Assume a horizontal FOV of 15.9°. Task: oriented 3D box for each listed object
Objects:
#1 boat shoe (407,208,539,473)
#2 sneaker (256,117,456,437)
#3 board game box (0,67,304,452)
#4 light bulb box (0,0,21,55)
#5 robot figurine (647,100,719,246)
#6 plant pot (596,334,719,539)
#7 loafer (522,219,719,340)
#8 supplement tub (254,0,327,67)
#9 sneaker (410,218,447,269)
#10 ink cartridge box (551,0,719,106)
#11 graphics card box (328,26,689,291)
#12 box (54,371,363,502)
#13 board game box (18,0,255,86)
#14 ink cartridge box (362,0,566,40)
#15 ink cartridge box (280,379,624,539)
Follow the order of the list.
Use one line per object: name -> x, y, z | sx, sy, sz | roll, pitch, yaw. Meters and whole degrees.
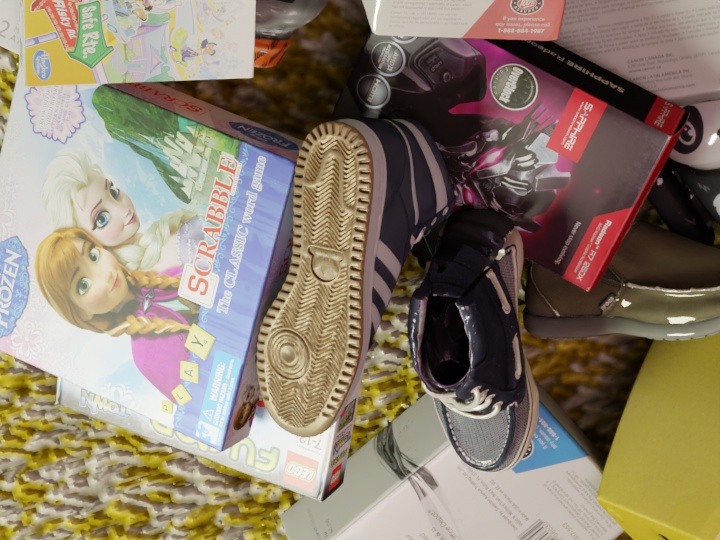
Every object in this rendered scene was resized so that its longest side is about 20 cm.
boat shoe -> 0.064, 0.066, 1.620 | 0.075, 0.093, 0.200 | 7, 127, 21
sneaker -> 0.000, 0.000, 1.571 | 0.070, 0.108, 0.200 | 19, 110, 25
board game box -> -0.140, -0.016, 1.606 | 0.199, 0.041, 0.200 | 22, 112, 19
light bulb box -> -0.218, -0.257, 1.492 | 0.198, 0.125, 0.200 | 24, 108, -22
robot figurine -> 0.277, -0.075, 1.691 | 0.150, 0.125, 0.200 | -48, 118, -13
plant pot -> 0.280, 0.139, 1.720 | 0.176, 0.200, 0.200 | -50, 117, -12
loafer -> 0.189, 0.004, 1.695 | 0.200, 0.075, 0.070 | -5, 105, 33
supplement tub -> -0.057, -0.231, 1.542 | 0.122, 0.123, 0.200 | 17, 110, -20
sneaker -> 0.061, -0.026, 1.703 | 0.079, 0.075, 0.200 | -7, 108, 1
ink cartridge box -> 0.186, -0.202, 1.605 | 0.162, 0.057, 0.200 | -8, 86, 23
graphics card box -> 0.087, -0.088, 1.602 | 0.200, 0.051, 0.126 | 29, 121, 5
box -> -0.097, 0.064, 1.656 | 0.200, 0.035, 0.110 | 18, 114, 19
board game box -> -0.125, -0.205, 1.449 | 0.134, 0.034, 0.200 | -4, 116, -13
ink cartridge box -> 0.070, -0.235, 1.481 | 0.116, 0.068, 0.200 | 1, 127, -12
ink cartridge box -> 0.068, 0.169, 1.777 | 0.200, 0.086, 0.146 | -39, 116, 7
